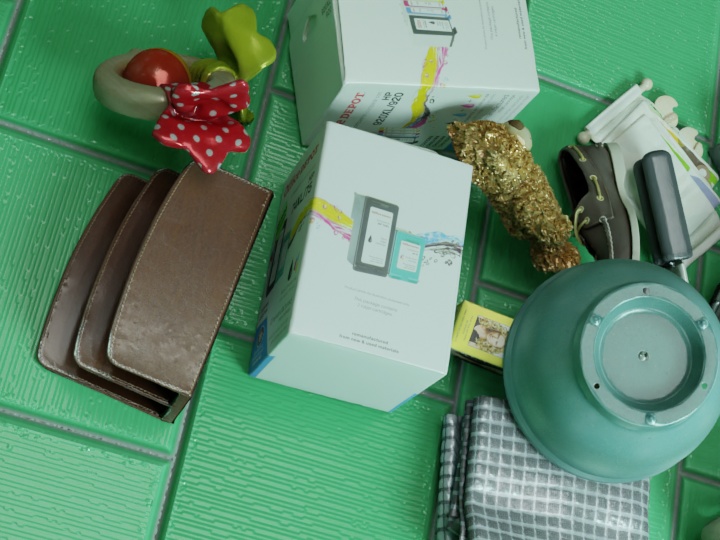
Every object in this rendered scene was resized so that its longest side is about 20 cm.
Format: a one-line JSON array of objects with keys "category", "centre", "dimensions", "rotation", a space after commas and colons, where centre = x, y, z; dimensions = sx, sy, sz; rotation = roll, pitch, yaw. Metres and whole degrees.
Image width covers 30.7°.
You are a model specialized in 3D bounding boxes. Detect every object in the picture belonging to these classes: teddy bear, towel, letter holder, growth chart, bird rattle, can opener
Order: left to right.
[{"category": "letter holder", "centre": [-0.182, 0.005, 1.135], "dimensions": [0.141, 0.101, 0.202], "rotation": [24, 65, -9]}, {"category": "bird rattle", "centre": [-0.161, -0.155, 1.177], "dimensions": [0.161, 0.114, 0.201], "rotation": [9, 34, 10]}, {"category": "teddy bear", "centre": [0.157, -0.076, 1.248], "dimensions": [0.066, 0.145, 0.201], "rotation": [-30, 116, 13]}, {"category": "towel", "centre": [0.171, 0.212, 1.202], "dimensions": [0.198, 0.086, 0.167], "rotation": [13, 67, -16]}, {"category": "can opener", "centre": [0.306, -0.021, 1.335], "dimensions": [0.066, 0.053, 0.203], "rotation": [-4, 80, -11]}, {"category": "growth chart", "centre": [0.322, -0.101, 1.403], "dimensions": [0.144, 0.018, 0.201], "rotation": [-29, 84, -27]}]

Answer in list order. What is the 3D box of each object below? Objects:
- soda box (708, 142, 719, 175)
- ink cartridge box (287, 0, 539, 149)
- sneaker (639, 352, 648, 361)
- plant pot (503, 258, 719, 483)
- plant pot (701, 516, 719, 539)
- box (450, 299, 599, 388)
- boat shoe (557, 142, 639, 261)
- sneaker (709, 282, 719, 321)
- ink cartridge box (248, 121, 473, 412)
[{"category": "soda box", "centre": [0.456, -0.061, 1.411], "dimensions": [0.063, 0.068, 0.202], "rotation": [-19, 80, -25]}, {"category": "ink cartridge box", "centre": [0.046, -0.210, 1.266], "dimensions": [0.198, 0.147, 0.146], "rotation": [0, 72, -20]}, {"category": "sneaker", "centre": [0.262, 0.081, 1.285], "dimensions": [0.200, 0.081, 0.075], "rotation": [40, 62, -5]}, {"category": "plant pot", "centre": [0.231, 0.080, 1.127], "dimensions": [0.198, 0.134, 0.203], "rotation": [1, 80, -3]}, {"category": "plant pot", "centre": [0.420, 0.293, 1.222], "dimensions": [0.199, 0.201, 0.185], "rotation": [-18, 68, -24]}, {"category": "box", "centre": [0.177, 0.088, 1.228], "dimensions": [0.198, 0.075, 0.051], "rotation": [20, 83, 1]}, {"category": "boat shoe", "centre": [0.235, -0.053, 1.292], "dimensions": [0.059, 0.072, 0.201], "rotation": [3, 46, -3]}, {"category": "sneaker", "centre": [0.429, 0.005, 1.332], "dimensions": [0.091, 0.076, 0.200], "rotation": [42, 99, 11]}, {"category": "ink cartridge box", "centre": [0.000, 0.000, 1.177], "dimensions": [0.144, 0.147, 0.202], "rotation": [15, 67, -14]}]
